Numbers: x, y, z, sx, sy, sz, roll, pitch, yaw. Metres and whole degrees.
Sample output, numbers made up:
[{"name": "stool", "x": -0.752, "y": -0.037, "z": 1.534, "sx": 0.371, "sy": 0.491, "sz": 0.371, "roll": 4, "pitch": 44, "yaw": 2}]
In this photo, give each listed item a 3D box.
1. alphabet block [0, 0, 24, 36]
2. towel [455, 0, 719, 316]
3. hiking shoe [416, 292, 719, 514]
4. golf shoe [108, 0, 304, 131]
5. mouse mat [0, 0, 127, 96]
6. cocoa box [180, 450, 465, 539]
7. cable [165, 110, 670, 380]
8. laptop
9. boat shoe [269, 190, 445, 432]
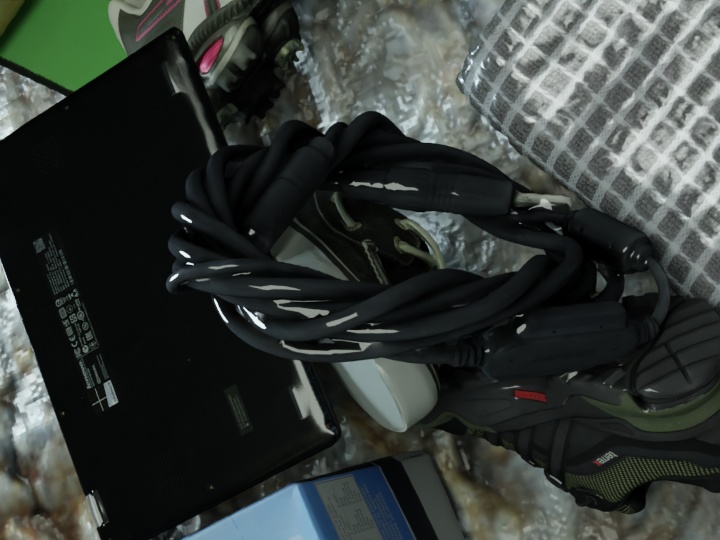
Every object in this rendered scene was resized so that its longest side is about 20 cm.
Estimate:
[{"name": "alphabet block", "x": -0.266, "y": -0.206, "z": 0.970, "sx": 0.196, "sy": 0.195, "sz": 0.200, "roll": 48, "pitch": 110, "yaw": 25}, {"name": "towel", "x": 0.155, "y": -0.099, "z": 0.819, "sx": 0.166, "sy": 0.085, "sz": 0.200, "roll": 44, "pitch": 107, "yaw": 20}, {"name": "hiking shoe", "x": 0.080, "y": 0.064, "z": 0.853, "sx": 0.199, "sy": 0.076, "sz": 0.101, "roll": 3, "pitch": 132, "yaw": 49}, {"name": "golf shoe", "x": -0.046, "y": -0.154, "z": 0.909, "sx": 0.088, "sy": 0.077, "sz": 0.200, "roll": 43, "pitch": 116, "yaw": 13}, {"name": "mouse mat", "x": -0.118, "y": -0.182, "z": 1.003, "sx": 0.160, "sy": 0.008, "sz": 0.201, "roll": 26, "pitch": 100, "yaw": 25}, {"name": "cocoa box", "x": -0.051, "y": 0.181, "z": 0.884, "sx": 0.199, "sy": 0.131, "sz": 0.134, "roll": -29, "pitch": 79, "yaw": 23}, {"name": "cable", "x": 0.011, "y": -0.016, "z": 0.772, "sx": 0.163, "sy": 0.199, "sz": 0.051, "roll": 46, "pitch": 130, "yaw": 42}, {"name": "laptop", "x": -0.092, "y": 0.025, "z": 0.913, "sx": 0.199, "sy": 0.116, "sz": 0.188, "roll": -29, "pitch": 76, "yaw": 27}, {"name": "boat shoe", "x": 0.000, "y": 0.000, "z": 0.852, "sx": 0.063, "sy": 0.200, "sz": 0.071, "roll": -30, "pitch": 118, "yaw": -6}]
